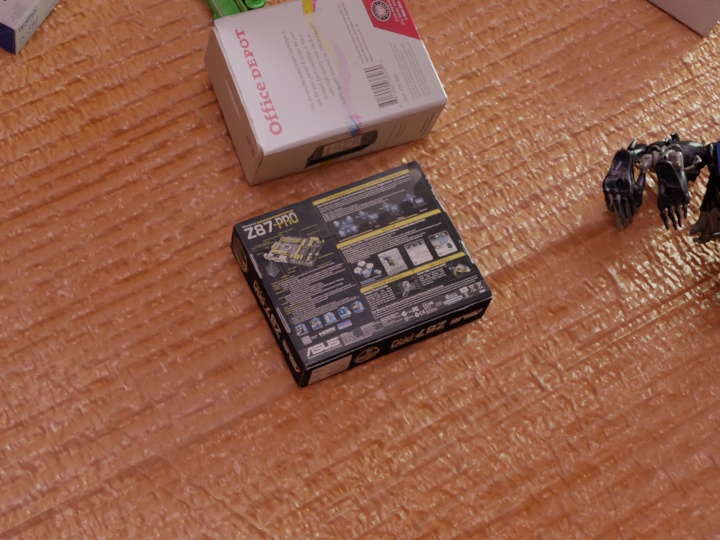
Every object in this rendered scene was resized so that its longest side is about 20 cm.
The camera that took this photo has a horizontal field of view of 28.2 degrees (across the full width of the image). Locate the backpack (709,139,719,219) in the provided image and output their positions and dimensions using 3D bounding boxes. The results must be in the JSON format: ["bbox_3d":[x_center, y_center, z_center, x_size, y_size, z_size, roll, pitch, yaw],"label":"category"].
[{"bbox_3d":[0.426,-0.068,1.335,0.199,0.167,0.164,29,43,-41],"label":"backpack"}]

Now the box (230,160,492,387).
[{"bbox_3d":[0.000,0.000,1.327,0.198,0.049,0.162,-21,68,-20],"label":"box"}]

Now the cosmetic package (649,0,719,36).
[{"bbox_3d":[0.400,-0.365,1.594,0.101,0.072,0.200,36,61,11],"label":"cosmetic package"}]

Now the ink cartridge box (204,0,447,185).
[{"bbox_3d":[-0.036,-0.185,1.395,0.198,0.086,0.149,-17,75,-18],"label":"ink cartridge box"}]

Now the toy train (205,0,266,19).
[{"bbox_3d":[-0.145,-0.301,1.479,0.056,0.042,0.201,-27,68,-12],"label":"toy train"}]

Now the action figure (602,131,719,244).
[{"bbox_3d":[0.296,-0.080,1.397,0.117,0.104,0.199,7,13,25],"label":"action figure"}]

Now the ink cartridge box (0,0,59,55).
[{"bbox_3d":[-0.335,-0.319,1.450,0.093,0.044,0.201,27,59,4],"label":"ink cartridge box"}]
